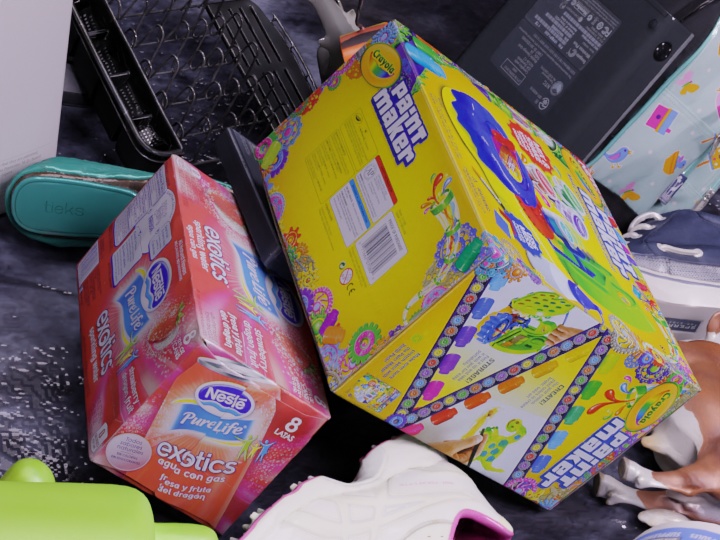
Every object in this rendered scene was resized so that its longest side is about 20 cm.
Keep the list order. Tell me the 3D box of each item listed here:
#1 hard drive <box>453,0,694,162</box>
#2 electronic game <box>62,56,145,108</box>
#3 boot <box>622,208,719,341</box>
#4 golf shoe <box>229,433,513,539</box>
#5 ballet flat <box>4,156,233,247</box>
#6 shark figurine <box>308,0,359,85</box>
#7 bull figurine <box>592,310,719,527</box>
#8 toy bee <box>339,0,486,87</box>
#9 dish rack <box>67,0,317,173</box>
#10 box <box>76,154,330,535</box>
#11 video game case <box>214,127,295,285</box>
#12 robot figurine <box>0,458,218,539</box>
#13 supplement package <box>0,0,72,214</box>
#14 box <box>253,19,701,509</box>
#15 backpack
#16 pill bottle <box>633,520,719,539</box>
[{"bbox_3d":[0.115,-0.120,1.263,0.033,0.200,0.140,30,16,-42],"label":"hard drive"},{"bbox_3d":[-0.257,-0.171,1.415,0.199,0.042,0.200,18,20,-7],"label":"electronic game"},{"bbox_3d":[0.186,0.001,1.268,0.199,0.073,0.091,11,47,-20],"label":"boot"},{"bbox_3d":[0.002,0.150,0.974,0.091,0.076,0.199,34,38,27],"label":"golf shoe"},{"bbox_3d":[-0.135,-0.039,1.244,0.198,0.068,0.070,11,16,-6],"label":"ballet flat"},{"bbox_3d":[-0.026,-0.143,1.342,0.089,0.215,0.128,-38,71,-2],"label":"shark figurine"},{"bbox_3d":[0.194,0.089,1.146,0.120,0.066,0.200,2,31,-11],"label":"bull figurine"},{"bbox_3d":[0.021,-0.122,1.248,0.130,0.202,0.109,5,10,2],"label":"toy bee"},{"bbox_3d":[-0.116,-0.147,1.380,0.199,0.055,0.154,-14,69,-39],"label":"dish rack"},{"bbox_3d":[-0.094,0.038,1.065,0.095,0.100,0.200,33,21,-27],"label":"box"},{"bbox_3d":[0.000,0.000,1.167,0.199,0.019,0.143,33,18,-33],"label":"video game case"},{"bbox_3d":[-0.163,0.155,0.860,0.198,0.117,0.176,4,15,-11],"label":"robot figurine"},{"bbox_3d":[-0.273,-0.144,1.230,0.121,0.201,0.119,32,36,29],"label":"supplement package"},{"bbox_3d":[0.063,-0.002,1.074,0.192,0.122,0.201,32,27,-40],"label":"box"},{"bbox_3d":[0.205,-0.142,1.322,0.153,0.200,0.176,24,24,-32],"label":"backpack"},{"bbox_3d":[0.129,0.210,0.876,0.113,0.114,0.200,26,33,22],"label":"pill bottle"}]
